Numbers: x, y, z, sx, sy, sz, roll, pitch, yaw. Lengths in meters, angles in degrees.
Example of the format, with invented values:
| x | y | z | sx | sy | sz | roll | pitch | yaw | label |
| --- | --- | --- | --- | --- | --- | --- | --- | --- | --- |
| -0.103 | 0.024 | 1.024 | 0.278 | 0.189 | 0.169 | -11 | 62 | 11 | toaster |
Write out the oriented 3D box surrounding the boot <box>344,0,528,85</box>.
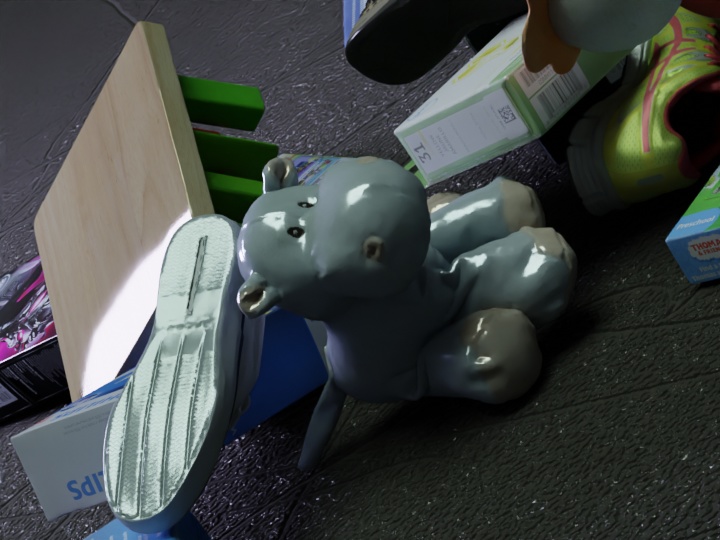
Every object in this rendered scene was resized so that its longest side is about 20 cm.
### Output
| x | y | z | sx | sy | sz | roll | pitch | yaw | label |
| --- | --- | --- | --- | --- | --- | --- | --- | --- | --- |
| 0.072 | -0.220 | 1.821 | 0.200 | 0.073 | 0.151 | -38 | 29 | 41 | boot |

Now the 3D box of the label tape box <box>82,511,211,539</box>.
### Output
| x | y | z | sx | sy | sz | roll | pitch | yaw | label |
| --- | --- | --- | --- | --- | --- | --- | --- | --- | --- |
| -0.166 | 0.220 | 1.587 | 0.200 | 0.066 | 0.143 | -35 | 18 | 5 | label tape box |

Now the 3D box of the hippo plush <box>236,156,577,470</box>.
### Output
| x | y | z | sx | sy | sz | roll | pitch | yaw | label |
| --- | --- | --- | --- | --- | --- | --- | --- | --- | --- |
| 0.008 | -0.011 | 1.635 | 0.199 | 0.161 | 0.160 | -18 | 44 | 38 | hippo plush |

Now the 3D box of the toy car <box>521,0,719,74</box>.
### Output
| x | y | z | sx | sy | sz | roll | pitch | yaw | label |
| --- | --- | --- | --- | --- | --- | --- | --- | --- | --- |
| 0.160 | -0.177 | 1.633 | 0.200 | 0.177 | 0.184 | -44 | 55 | -12 | toy car |

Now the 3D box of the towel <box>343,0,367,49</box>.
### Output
| x | y | z | sx | sy | sz | roll | pitch | yaw | label |
| --- | --- | --- | --- | --- | --- | --- | --- | --- | --- |
| 0.073 | -0.223 | 1.950 | 0.200 | 0.024 | 0.145 | -33 | 21 | 15 | towel |

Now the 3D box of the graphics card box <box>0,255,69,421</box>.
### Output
| x | y | z | sx | sy | sz | roll | pitch | yaw | label |
| --- | --- | --- | --- | --- | --- | --- | --- | --- | --- |
| -0.215 | 0.034 | 2.079 | 0.200 | 0.051 | 0.126 | -25 | 32 | 44 | graphics card box |

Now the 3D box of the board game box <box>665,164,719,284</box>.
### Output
| x | y | z | sx | sy | sz | roll | pitch | yaw | label |
| --- | --- | --- | --- | --- | --- | --- | --- | --- | --- |
| 0.274 | -0.078 | 1.586 | 0.151 | 0.037 | 0.200 | -15 | 27 | 47 | board game box |

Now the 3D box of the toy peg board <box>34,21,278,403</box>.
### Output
| x | y | z | sx | sy | sz | roll | pitch | yaw | label |
| --- | --- | --- | --- | --- | --- | --- | --- | --- | --- |
| -0.124 | -0.021 | 1.914 | 0.200 | 0.097 | 0.201 | -58 | 35 | 37 | toy peg board |

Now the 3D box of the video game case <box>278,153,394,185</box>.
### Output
| x | y | z | sx | sy | sz | roll | pitch | yaw | label |
| --- | --- | --- | --- | --- | --- | --- | --- | --- | --- |
| -0.081 | -0.012 | 2.055 | 0.200 | 0.022 | 0.182 | -43 | 21 | -18 | video game case |

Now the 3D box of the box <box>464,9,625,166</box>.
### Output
| x | y | z | sx | sy | sz | roll | pitch | yaw | label |
| --- | --- | --- | --- | --- | --- | --- | --- | --- | --- |
| 0.173 | -0.196 | 1.910 | 0.196 | 0.118 | 0.200 | -33 | 20 | 12 | box |

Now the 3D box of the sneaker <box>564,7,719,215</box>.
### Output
| x | y | z | sx | sy | sz | roll | pitch | yaw | label |
| --- | --- | --- | --- | --- | --- | --- | --- | --- | --- |
| 0.203 | -0.106 | 1.735 | 0.090 | 0.078 | 0.200 | -7 | 39 | 39 | sneaker |

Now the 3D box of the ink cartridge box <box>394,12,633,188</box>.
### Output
| x | y | z | sx | sy | sz | roll | pitch | yaw | label |
| --- | --- | --- | --- | --- | --- | --- | --- | --- | --- |
| 0.069 | -0.101 | 1.742 | 0.200 | 0.048 | 0.146 | -22 | 16 | 46 | ink cartridge box |

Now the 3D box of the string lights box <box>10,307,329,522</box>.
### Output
| x | y | z | sx | sy | sz | roll | pitch | yaw | label |
| --- | --- | --- | --- | --- | --- | --- | --- | --- | --- |
| -0.105 | 0.080 | 1.738 | 0.102 | 0.059 | 0.200 | -20 | 6 | 38 | string lights box |

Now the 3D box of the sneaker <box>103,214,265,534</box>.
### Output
| x | y | z | sx | sy | sz | roll | pitch | yaw | label |
| --- | --- | --- | --- | --- | --- | --- | --- | --- | --- |
| -0.088 | 0.066 | 1.626 | 0.073 | 0.071 | 0.201 | -2 | 55 | 28 | sneaker |
